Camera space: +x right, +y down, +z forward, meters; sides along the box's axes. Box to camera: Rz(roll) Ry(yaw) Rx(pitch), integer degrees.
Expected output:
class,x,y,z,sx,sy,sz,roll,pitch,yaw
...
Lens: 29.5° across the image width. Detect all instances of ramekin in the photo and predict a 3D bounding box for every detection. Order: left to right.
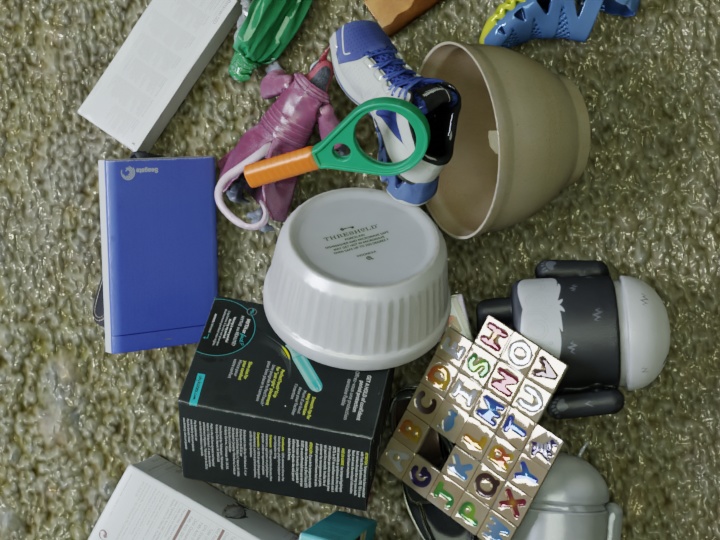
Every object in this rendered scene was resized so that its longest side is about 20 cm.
class,x,y,z,sx,sy,sz,roll,pitch,yaw
ramekin,0.000,0.000,1.405,0.201,0.203,0.095,11,133,5

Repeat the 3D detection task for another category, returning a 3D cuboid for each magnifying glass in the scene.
class,x,y,z,sx,sy,sz,roll,pitch,yaw
magnifying glass,-0.025,-0.118,1.360,0.199,0.022,0.080,-15,119,21

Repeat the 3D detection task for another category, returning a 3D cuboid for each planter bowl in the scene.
class,x,y,z,sx,sy,sz,roll,pitch,yaw
planter bowl,0.153,-0.139,1.421,0.134,0.200,0.202,-7,87,-22

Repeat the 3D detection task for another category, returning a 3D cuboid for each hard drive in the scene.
class,x,y,z,sx,sy,sz,roll,pitch,yaw
hard drive,-0.213,-0.019,1.462,0.131,0.025,0.202,-6,98,-37

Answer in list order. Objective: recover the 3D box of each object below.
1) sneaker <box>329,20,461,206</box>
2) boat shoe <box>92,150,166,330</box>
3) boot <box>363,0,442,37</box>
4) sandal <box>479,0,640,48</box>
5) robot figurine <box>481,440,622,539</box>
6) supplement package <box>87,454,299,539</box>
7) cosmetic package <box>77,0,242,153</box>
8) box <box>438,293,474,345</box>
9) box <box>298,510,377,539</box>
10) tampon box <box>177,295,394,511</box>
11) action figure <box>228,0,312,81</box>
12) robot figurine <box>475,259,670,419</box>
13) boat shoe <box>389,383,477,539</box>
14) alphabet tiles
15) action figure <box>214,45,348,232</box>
class,x,y,z,sx,sy,sz,roll,pitch,yaw
sneaker,0.050,-0.178,1.395,0.080,0.115,0.200,-15,75,-29
boat shoe,-0.257,-0.035,1.487,0.072,0.063,0.201,16,84,48
boot,0.070,-0.380,1.501,0.199,0.068,0.189,-25,93,11
sandal,0.220,-0.281,1.467,0.199,0.079,0.087,-30,89,4
robot figurine,0.200,0.277,1.424,0.169,0.113,0.202,4,88,-28
supplement package,-0.174,0.297,1.453,0.199,0.117,0.118,29,90,5
cosmetic package,-0.219,-0.231,1.512,0.082,0.051,0.201,35,91,8
box,0.115,0.125,1.474,0.038,0.041,0.201,-14,86,4
box,-0.027,0.300,1.397,0.049,0.200,0.083,11,89,9
tampon box,-0.072,0.138,1.417,0.199,0.127,0.150,10,46,6
action figure,-0.092,-0.298,1.489,0.055,0.118,0.201,29,95,38
robot figurine,0.221,0.069,1.428,0.198,0.125,0.151,-3,97,5
boat shoe,0.075,0.222,1.461,0.071,0.068,0.201,-17,88,4
alphabet tiles,0.124,0.156,1.386,0.167,0.008,0.201,33,104,27
action figure,-0.087,-0.153,1.457,0.134,0.149,0.201,35,105,11
